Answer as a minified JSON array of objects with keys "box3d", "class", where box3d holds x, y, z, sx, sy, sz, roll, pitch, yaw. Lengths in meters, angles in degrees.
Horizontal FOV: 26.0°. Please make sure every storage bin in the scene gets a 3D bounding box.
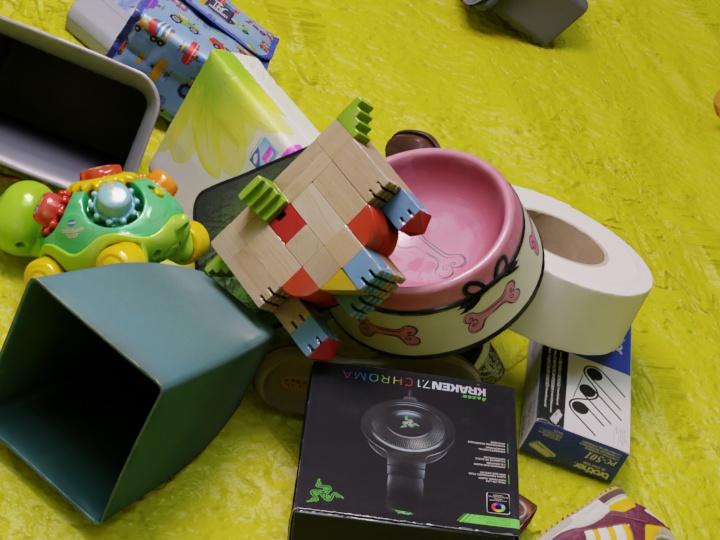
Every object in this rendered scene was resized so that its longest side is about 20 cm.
[{"box3d":[0.205,-0.385,2.026,0.134,0.146,0.200,35,28,-31],"class":"storage bin"},{"box3d":[-0.288,-0.149,1.476,0.200,0.146,0.134,22,9,0],"class":"storage bin"}]

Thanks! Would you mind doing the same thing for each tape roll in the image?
[{"box3d":[0.174,-0.005,1.485,0.202,0.071,0.202,20,24,-9],"class":"tape roll"}]

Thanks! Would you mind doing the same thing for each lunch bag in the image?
[{"box3d":[-0.171,-0.243,1.661,0.151,0.094,0.200,33,33,-12],"class":"lunch bag"}]

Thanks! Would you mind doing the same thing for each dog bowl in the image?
[{"box3d":[0.057,-0.024,1.362,0.200,0.074,0.200,-7,50,9],"class":"dog bowl"}]

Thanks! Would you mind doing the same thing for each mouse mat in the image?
[{"box3d":[-0.071,-0.026,1.366,0.008,0.200,0.161,26,51,-50],"class":"mouse mat"}]

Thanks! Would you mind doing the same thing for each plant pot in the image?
[{"box3d":[-0.172,0.079,1.253,0.141,0.141,0.200,37,28,18],"class":"plant pot"}]

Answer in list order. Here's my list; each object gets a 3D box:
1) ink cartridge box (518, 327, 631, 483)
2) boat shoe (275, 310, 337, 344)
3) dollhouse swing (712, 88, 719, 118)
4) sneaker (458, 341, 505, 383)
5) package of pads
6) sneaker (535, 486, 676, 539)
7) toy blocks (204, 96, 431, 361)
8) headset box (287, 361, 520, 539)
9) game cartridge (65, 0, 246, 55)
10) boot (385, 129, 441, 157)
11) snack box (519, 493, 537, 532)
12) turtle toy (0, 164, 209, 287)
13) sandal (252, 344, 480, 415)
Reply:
[{"box3d":[0.206,0.106,1.483,0.094,0.044,0.200,21,37,-5],"class":"ink cartridge box"},{"box3d":[0.000,0.000,1.454,0.069,0.057,0.200,31,71,34],"class":"boat shoe"},{"box3d":[0.525,-0.303,2.015,0.176,0.200,0.182,4,41,-21],"class":"dollhouse swing"},{"box3d":[0.071,0.048,1.487,0.089,0.077,0.200,37,12,-45],"class":"sneaker"},{"box3d":[-0.106,-0.089,1.474,0.068,0.155,0.200,1,42,-47],"class":"package of pads"},{"box3d":[0.193,0.248,1.277,0.090,0.075,0.200,35,40,25],"class":"sneaker"},{"box3d":[-0.023,-0.021,1.274,0.137,0.200,0.100,51,13,24],"class":"toy blocks"},{"box3d":[0.033,0.176,1.234,0.174,0.093,0.200,8,33,0],"class":"headset box"},{"box3d":[-0.223,-0.279,1.746,0.133,0.042,0.200,43,42,19],"class":"game cartridge"},{"box3d":[-0.001,-0.080,1.598,0.200,0.064,0.186,-16,29,-22],"class":"boot"},{"box3d":[0.068,0.231,1.275,0.072,0.024,0.200,33,39,18],"class":"snack box"},{"box3d":[-0.236,-0.037,1.360,0.200,0.101,0.146,-8,8,25],"class":"turtle toy"},{"box3d":[0.007,0.107,1.347,0.200,0.080,0.054,6,21,-11],"class":"sandal"}]
